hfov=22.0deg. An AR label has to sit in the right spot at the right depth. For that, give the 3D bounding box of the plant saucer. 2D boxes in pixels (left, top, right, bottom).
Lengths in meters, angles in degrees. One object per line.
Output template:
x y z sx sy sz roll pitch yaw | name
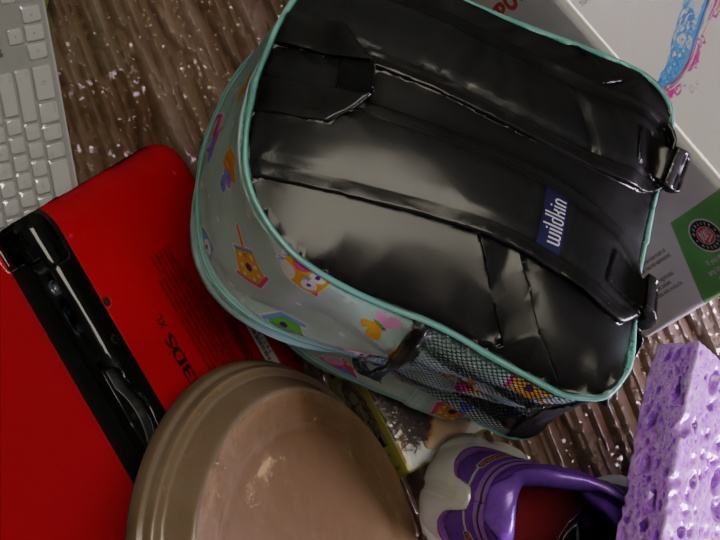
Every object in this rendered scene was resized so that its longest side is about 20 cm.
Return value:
-0.029 0.138 0.832 0.199 0.029 0.202 23 61 -51 | plant saucer

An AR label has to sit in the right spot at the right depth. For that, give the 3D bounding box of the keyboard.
-0.163 -0.059 0.868 0.056 0.011 0.202 -14 107 -22 | keyboard

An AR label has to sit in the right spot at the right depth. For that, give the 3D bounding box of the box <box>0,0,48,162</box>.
-0.210 -0.156 0.907 0.121 0.048 0.202 13 73 -15 | box

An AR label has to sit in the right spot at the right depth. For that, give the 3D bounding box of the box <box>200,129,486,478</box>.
0.000 0.000 0.927 0.075 0.050 0.201 -27 84 -21 | box

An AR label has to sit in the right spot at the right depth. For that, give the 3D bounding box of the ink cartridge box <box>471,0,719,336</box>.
0.135 -0.083 0.937 0.084 0.145 0.200 -40 89 -26 | ink cartridge box

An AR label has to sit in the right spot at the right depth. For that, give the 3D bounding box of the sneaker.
0.121 0.137 0.893 0.199 0.083 0.081 17 85 -30 | sneaker

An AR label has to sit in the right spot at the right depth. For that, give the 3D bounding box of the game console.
-0.122 0.070 0.873 0.201 0.118 0.172 61 37 -7 | game console

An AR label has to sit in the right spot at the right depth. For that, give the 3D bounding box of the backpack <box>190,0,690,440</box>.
0.023 -0.033 0.832 0.199 0.153 0.177 25 66 -20 | backpack

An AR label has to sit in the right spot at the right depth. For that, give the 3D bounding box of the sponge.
0.195 0.130 0.905 0.200 0.030 0.112 38 57 -38 | sponge
